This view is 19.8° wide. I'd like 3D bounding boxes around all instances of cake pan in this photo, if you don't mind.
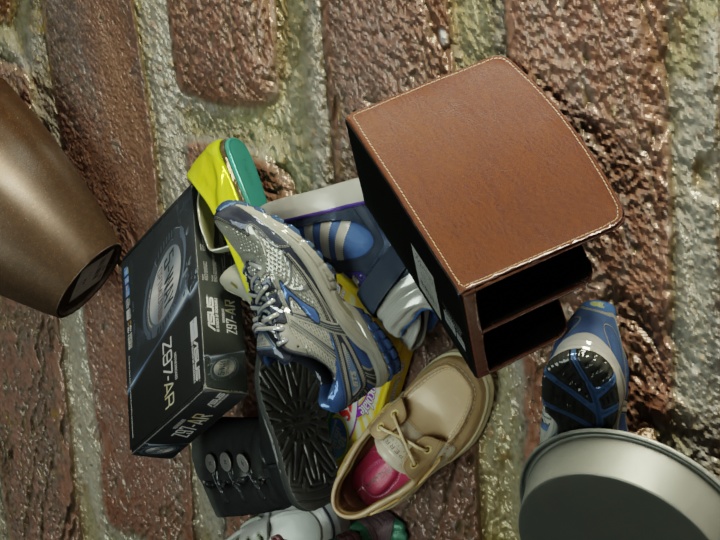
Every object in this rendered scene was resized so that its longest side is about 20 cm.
[{"bbox_3d":[0.201,0.204,1.530,0.199,0.037,0.201,21,137,21],"label":"cake pan"}]

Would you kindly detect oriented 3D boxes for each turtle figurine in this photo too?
[{"bbox_3d":[-0.055,0.276,1.784,0.101,0.199,0.150,60,141,9],"label":"turtle figurine"}]

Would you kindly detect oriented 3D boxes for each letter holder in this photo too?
[{"bbox_3d":[0.098,-0.046,1.513,0.200,0.142,0.101,58,169,40],"label":"letter holder"}]

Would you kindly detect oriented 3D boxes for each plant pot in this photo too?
[{"bbox_3d":[-0.333,-0.053,1.991,0.200,0.187,0.187,39,135,10],"label":"plant pot"}]

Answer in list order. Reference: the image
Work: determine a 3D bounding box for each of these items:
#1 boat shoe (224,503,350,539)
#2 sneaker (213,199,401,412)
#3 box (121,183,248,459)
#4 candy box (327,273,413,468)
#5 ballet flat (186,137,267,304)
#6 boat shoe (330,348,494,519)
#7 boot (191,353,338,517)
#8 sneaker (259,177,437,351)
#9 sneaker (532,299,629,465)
[{"bbox_3d":[-0.082,0.262,1.915,0.200,0.067,0.074,-40,77,50],"label":"boat shoe"},{"bbox_3d":[-0.056,0.031,1.651,0.200,0.085,0.077,49,165,-9],"label":"sneaker"},{"bbox_3d":[-0.161,0.048,1.856,0.160,0.043,0.201,-40,48,50],"label":"box"},{"bbox_3d":[-0.009,0.093,1.785,0.102,0.026,0.201,39,134,28],"label":"candy box"},{"bbox_3d":[-0.098,-0.020,1.784,0.067,0.067,0.201,-32,69,20],"label":"ballet flat"},{"bbox_3d":[0.040,0.144,1.704,0.074,0.069,0.200,45,130,13],"label":"boat shoe"},{"bbox_3d":[-0.092,0.136,1.845,0.200,0.065,0.166,165,99,-65],"label":"boot"},{"bbox_3d":[0.000,0.000,1.685,0.199,0.080,0.147,-12,94,45],"label":"sneaker"},{"bbox_3d":[0.173,0.106,1.554,0.075,0.077,0.201,12,140,9],"label":"sneaker"}]
